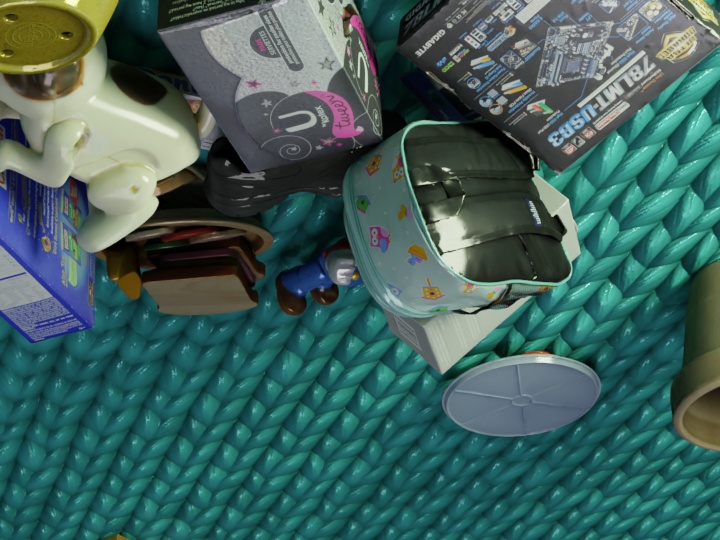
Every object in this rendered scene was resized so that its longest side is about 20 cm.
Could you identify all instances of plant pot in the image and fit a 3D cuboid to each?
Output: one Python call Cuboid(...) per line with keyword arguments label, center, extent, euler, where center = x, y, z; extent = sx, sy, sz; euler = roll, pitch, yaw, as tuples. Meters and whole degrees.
Cuboid(label="plant pot", center=(0.432, 0.084, 1.673), extent=(0.199, 0.175, 0.201), euler=(-3, 147, -2))
Cuboid(label="plant pot", center=(-0.254, -0.232, 1.124), extent=(0.199, 0.143, 0.200), euler=(-9, 160, -3))

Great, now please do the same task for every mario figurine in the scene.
Cuboid(label="mario figurine", center=(0.000, 0.000, 1.563), extent=(0.106, 0.124, 0.200), euler=(38, 138, -17))

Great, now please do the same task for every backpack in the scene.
Cuboid(label="backpack", center=(0.072, -0.043, 1.349), extent=(0.153, 0.176, 0.200), euler=(-23, 168, 32))

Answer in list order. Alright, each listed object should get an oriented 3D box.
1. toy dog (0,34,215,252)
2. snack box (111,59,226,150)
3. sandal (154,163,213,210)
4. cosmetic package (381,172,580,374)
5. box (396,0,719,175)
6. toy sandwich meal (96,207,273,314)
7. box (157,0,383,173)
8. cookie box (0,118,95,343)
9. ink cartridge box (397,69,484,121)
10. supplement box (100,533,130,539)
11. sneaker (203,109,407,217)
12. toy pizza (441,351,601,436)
Cuboid(label="toy dog", center=(-0.233, -0.139, 1.278), extent=(0.193, 0.140, 0.200), euler=(-21, 137, 18))
Cuboid(label="snack box", center=(-0.172, -0.150, 1.403), extent=(0.199, 0.024, 0.072), euler=(11, 144, -21))
Cuboid(label="sandal", center=(-0.199, -0.081, 1.479), extent=(0.200, 0.054, 0.080), euler=(25, 138, -36))
Cuboid(label="cosmetic package", center=(0.120, -0.004, 1.510), extent=(0.200, 0.090, 0.107), euler=(-42, 147, -14))
Cuboid(label="box", center=(0.167, -0.201, 1.277), extent=(0.198, 0.050, 0.200), euler=(33, 129, -23))
Cuboid(label="toy sandwich meal", center=(-0.179, -0.006, 1.541), extent=(0.204, 0.071, 0.205), euler=(-4, 166, -1))
Cuboid(label="box", center=(-0.070, -0.191, 1.266), extent=(0.132, 0.115, 0.200), euler=(-12, 146, 14))
Cuboid(label="cookie box", center=(-0.325, -0.056, 1.404), extent=(0.075, 0.172, 0.200), euler=(-16, 144, 13))
Cuboid(label="ink cartridge box", center=(0.143, -0.176, 1.379), extent=(0.199, 0.039, 0.099), euler=(-21, 143, 27))
Cuboid(label="supplement box", center=(-0.326, 0.466, 2.296), extent=(0.066, 0.069, 0.200), euler=(-22, 144, 26))
Cuboid(label="sneaker", center=(-0.049, -0.109, 1.396), extent=(0.199, 0.076, 0.091), euler=(-19, 155, -9))
Cuboid(label="toy pizza", center=(0.200, 0.150, 1.886), extent=(0.199, 0.032, 0.200), euler=(-3, 146, -2))
